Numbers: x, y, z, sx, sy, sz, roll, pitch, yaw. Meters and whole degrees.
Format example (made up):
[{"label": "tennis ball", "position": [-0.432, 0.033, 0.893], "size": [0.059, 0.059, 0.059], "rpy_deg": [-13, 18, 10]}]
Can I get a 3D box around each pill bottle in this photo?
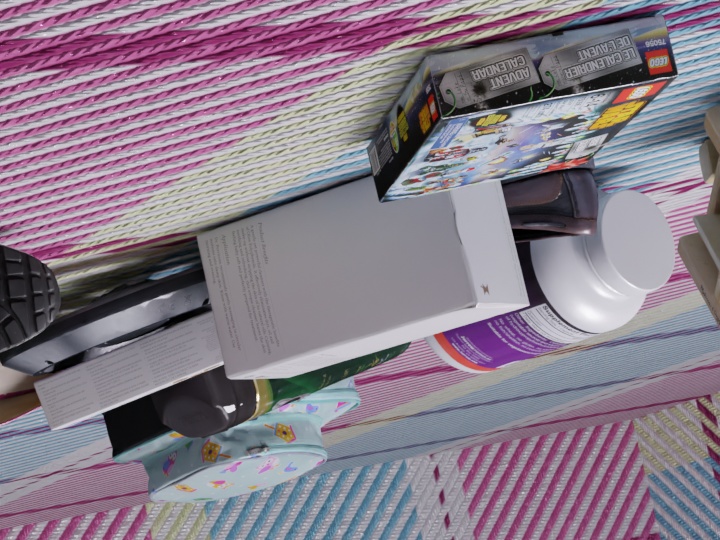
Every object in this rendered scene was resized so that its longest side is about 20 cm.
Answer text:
[{"label": "pill bottle", "position": [0.138, 0.003, 1.770], "size": [0.112, 0.113, 0.200], "rpy_deg": [-5, 167, -42]}]

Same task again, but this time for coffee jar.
[{"label": "coffee jar", "position": [-0.064, 0.060, 1.815], "size": [0.200, 0.085, 0.104], "rpy_deg": [-22, 180, -36]}]

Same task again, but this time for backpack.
[{"label": "backpack", "position": [-0.101, 0.111, 2.005], "size": [0.200, 0.153, 0.176], "rpy_deg": [-14, 168, -36]}]

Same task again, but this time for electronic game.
[{"label": "electronic game", "position": [-0.167, 0.030, 1.707], "size": [0.200, 0.042, 0.200], "rpy_deg": [-21, 177, -1]}]

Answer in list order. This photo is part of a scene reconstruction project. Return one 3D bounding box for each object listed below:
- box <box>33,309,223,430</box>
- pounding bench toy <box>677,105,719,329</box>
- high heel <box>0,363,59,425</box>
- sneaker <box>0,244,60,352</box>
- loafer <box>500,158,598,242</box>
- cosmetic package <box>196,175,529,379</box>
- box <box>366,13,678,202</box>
[{"label": "box", "position": [-0.142, 0.064, 1.713], "size": [0.200, 0.041, 0.039], "rpy_deg": [-23, 176, 21]}, {"label": "pounding bench toy", "position": [0.289, -0.062, 1.589], "size": [0.124, 0.200, 0.156], "rpy_deg": [-13, 140, -13]}, {"label": "high heel", "position": [-0.275, 0.097, 1.752], "size": [0.096, 0.067, 0.200], "rpy_deg": [4, -163, 28]}, {"label": "sneaker", "position": [-0.289, 0.020, 1.479], "size": [0.200, 0.076, 0.088], "rpy_deg": [-8, -175, -5]}, {"label": "loafer", "position": [0.083, -0.030, 1.640], "size": [0.200, 0.063, 0.072], "rpy_deg": [-21, 168, 42]}, {"label": "cosmetic package", "position": [0.000, 0.000, 1.581], "size": [0.200, 0.108, 0.085], "rpy_deg": [-16, 171, 28]}, {"label": "box", "position": [0.088, -0.090, 1.355], "size": [0.137, 0.040, 0.200], "rpy_deg": [-12, 171, -11]}]
